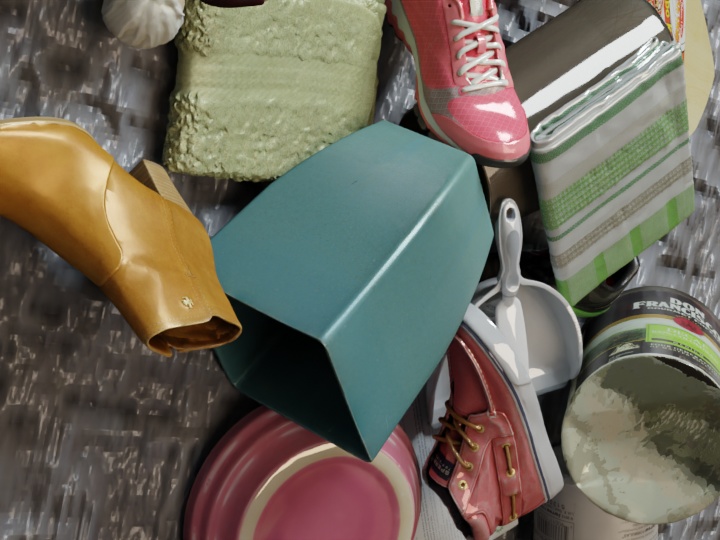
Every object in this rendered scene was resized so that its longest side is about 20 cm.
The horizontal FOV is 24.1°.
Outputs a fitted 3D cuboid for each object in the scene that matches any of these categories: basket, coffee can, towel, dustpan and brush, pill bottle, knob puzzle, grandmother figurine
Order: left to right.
[{"bbox_3d":[-0.095,-0.217,1.120,0.200,0.121,0.061,-47,162,-28],"label":"grandmother figurine"},{"bbox_3d":[-0.059,-0.135,1.217,0.199,0.036,0.150,-4,104,-45],"label":"towel"},{"bbox_3d":[0.113,0.030,1.322,0.138,0.057,0.202,-16,115,-18],"label":"dustpan and brush"},{"bbox_3d":[0.137,-0.117,1.349,0.199,0.136,0.181,-29,155,-31],"label":"basket"},{"bbox_3d":[0.213,0.268,1.540,0.114,0.114,0.202,-13,110,-42],"label":"pill bottle"},{"bbox_3d":[0.198,-0.075,1.323,0.149,0.031,0.201,-35,142,-14],"label":"towel"},{"bbox_3d":[0.251,0.112,1.451,0.200,0.145,0.148,-57,148,-71],"label":"coffee can"},{"bbox_3d":[0.267,-0.204,1.520,0.219,0.030,0.222,9,79,-54],"label":"knob puzzle"}]

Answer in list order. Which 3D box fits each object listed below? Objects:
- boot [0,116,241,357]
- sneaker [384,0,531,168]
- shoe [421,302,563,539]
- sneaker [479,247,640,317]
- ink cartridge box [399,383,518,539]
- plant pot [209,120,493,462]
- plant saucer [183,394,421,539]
[{"bbox_3d":[-0.163,-0.016,1.065,0.071,0.145,0.200,-44,149,26],"label":"boot"},{"bbox_3d":[0.072,-0.167,1.233,0.073,0.201,0.087,-11,152,-24],"label":"sneaker"},{"bbox_3d":[0.088,0.124,1.292,0.091,0.071,0.201,-35,126,-15],"label":"shoe"},{"bbox_3d":[0.163,0.001,1.429,0.199,0.084,0.077,-10,66,-47],"label":"sneaker"},{"bbox_3d":[0.039,0.164,1.389,0.199,0.040,0.202,-25,117,-35],"label":"ink cartridge box"},{"bbox_3d":[0.000,0.000,1.215,0.200,0.141,0.142,-48,143,-24],"label":"plant pot"},{"bbox_3d":[-0.035,0.192,1.279,0.199,0.051,0.203,-9,111,-26],"label":"plant saucer"}]
